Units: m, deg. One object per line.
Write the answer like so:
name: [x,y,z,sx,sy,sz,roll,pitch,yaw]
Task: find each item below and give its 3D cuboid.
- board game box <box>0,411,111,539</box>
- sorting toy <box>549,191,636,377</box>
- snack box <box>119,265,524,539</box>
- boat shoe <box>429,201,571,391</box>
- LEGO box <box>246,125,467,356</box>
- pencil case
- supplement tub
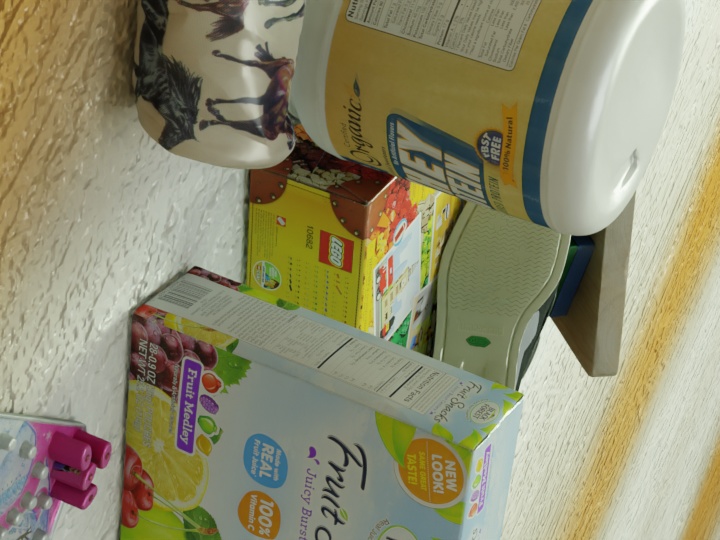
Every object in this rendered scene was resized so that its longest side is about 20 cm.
board game box: [-0.195,0.162,0.921,0.200,0.026,0.201,20,89,-69]
sorting toy: [0.110,-0.062,1.312,0.200,0.069,0.200,-117,-154,-60]
snack box: [-0.026,0.111,1.055,0.068,0.199,0.170,-41,144,-52]
boat shoe: [0.079,0.019,1.219,0.068,0.071,0.201,-57,161,-80]
LEGO box: [0.000,0.000,1.192,0.149,0.077,0.201,-45,148,-48]
pencil case: [-0.055,-0.145,0.925,0.089,0.078,0.201,-16,125,-41]
supplement tub: [0.053,-0.113,1.054,0.145,0.199,0.145,-50,150,-42]
